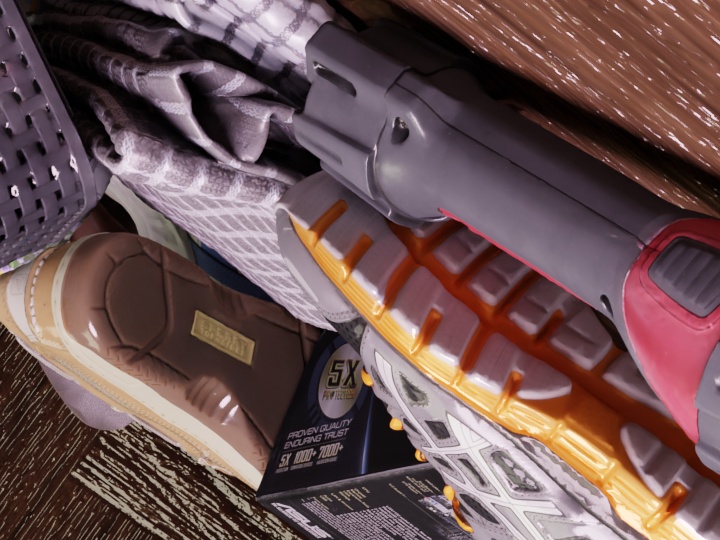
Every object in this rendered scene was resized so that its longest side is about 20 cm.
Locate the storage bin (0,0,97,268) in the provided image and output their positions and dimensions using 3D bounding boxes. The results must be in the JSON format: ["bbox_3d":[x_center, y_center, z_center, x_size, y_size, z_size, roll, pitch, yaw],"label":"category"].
[{"bbox_3d":[-0.178,-0.088,0.811,0.200,0.094,0.135,65,164,0],"label":"storage bin"}]

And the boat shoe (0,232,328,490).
[{"bbox_3d":[-0.068,0.041,0.957,0.076,0.072,0.200,-5,148,37],"label":"boat shoe"}]

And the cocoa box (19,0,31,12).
[{"bbox_3d":[-0.225,-0.119,1.068,0.131,0.134,0.200,34,173,23],"label":"cocoa box"}]

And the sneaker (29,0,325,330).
[{"bbox_3d":[-0.068,-0.050,1.027,0.200,0.088,0.075,61,-164,6],"label":"sneaker"}]

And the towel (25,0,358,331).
[{"bbox_3d":[-0.036,-0.042,0.856,0.165,0.086,0.200,37,174,-24],"label":"towel"}]

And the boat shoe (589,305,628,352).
[{"bbox_3d":[0.129,0.081,0.805,0.072,0.068,0.200,-23,104,43],"label":"boat shoe"}]

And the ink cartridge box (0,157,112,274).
[{"bbox_3d":[-0.194,-0.011,0.977,0.109,0.200,0.050,34,-145,-13],"label":"ink cartridge box"}]

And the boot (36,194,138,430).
[{"bbox_3d":[-0.130,-0.035,1.106,0.200,0.064,0.187,-66,-45,-71],"label":"boot"}]

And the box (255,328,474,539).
[{"bbox_3d":[0.090,0.095,0.928,0.200,0.086,0.164,38,148,-26],"label":"box"}]

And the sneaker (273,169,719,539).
[{"bbox_3d":[0.046,0.047,0.741,0.200,0.078,0.077,42,132,9],"label":"sneaker"}]

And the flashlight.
[{"bbox_3d":[0.066,-0.006,0.679,0.068,0.068,0.200,-8,-149,-43],"label":"flashlight"}]
